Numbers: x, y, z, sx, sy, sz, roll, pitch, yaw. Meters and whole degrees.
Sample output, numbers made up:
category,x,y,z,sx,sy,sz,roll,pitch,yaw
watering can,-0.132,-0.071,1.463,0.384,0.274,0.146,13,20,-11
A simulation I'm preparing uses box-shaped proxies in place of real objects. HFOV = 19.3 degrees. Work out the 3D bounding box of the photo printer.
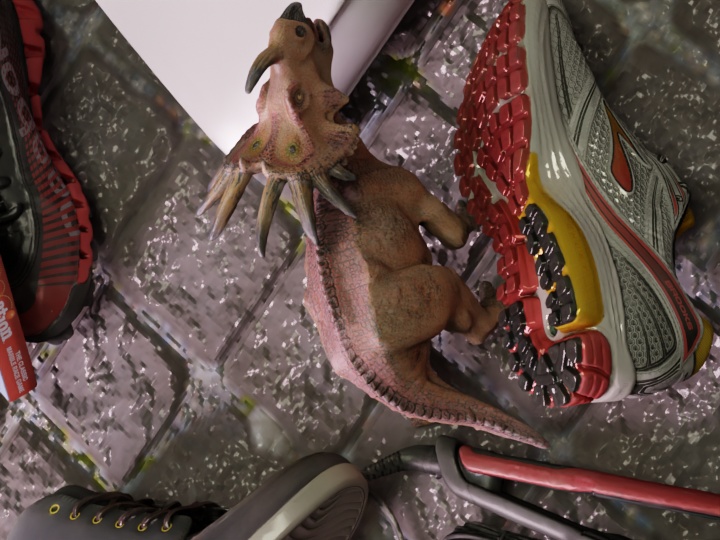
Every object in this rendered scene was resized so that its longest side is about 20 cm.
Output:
category,x,y,z,sx,sy,sz,roll,pitch,yaw
photo printer,-0.037,-0.171,0.954,0.167,0.069,0.200,50,124,19

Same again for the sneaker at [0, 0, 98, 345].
category,x,y,z,sx,sy,sz,roll,pitch,yaw
sneaker,-0.187,-0.061,1.035,0.070,0.098,0.202,-21,75,22

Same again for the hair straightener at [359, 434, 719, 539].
category,x,y,z,sx,sy,sz,roll,pitch,yaw
hair straightener,0.080,0.119,0.898,0.198,0.041,0.078,10,87,29

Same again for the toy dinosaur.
category,x,y,z,sx,sy,sz,roll,pitch,yaw
toy dinosaur,0.000,0.000,0.904,0.085,0.135,0.201,-32,70,20

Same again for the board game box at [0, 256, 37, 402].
category,x,y,z,sx,sy,sz,roll,pitch,yaw
board game box,-0.227,-0.029,1.040,0.019,0.103,0.200,-33,52,-21

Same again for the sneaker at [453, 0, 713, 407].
category,x,y,z,sx,sy,sz,roll,pitch,yaw
sneaker,0.093,-0.032,0.902,0.078,0.081,0.202,124,141,-53

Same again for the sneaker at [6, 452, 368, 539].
category,x,y,z,sx,sy,sz,roll,pitch,yaw
sneaker,-0.090,0.121,0.964,0.200,0.075,0.107,-42,65,23
